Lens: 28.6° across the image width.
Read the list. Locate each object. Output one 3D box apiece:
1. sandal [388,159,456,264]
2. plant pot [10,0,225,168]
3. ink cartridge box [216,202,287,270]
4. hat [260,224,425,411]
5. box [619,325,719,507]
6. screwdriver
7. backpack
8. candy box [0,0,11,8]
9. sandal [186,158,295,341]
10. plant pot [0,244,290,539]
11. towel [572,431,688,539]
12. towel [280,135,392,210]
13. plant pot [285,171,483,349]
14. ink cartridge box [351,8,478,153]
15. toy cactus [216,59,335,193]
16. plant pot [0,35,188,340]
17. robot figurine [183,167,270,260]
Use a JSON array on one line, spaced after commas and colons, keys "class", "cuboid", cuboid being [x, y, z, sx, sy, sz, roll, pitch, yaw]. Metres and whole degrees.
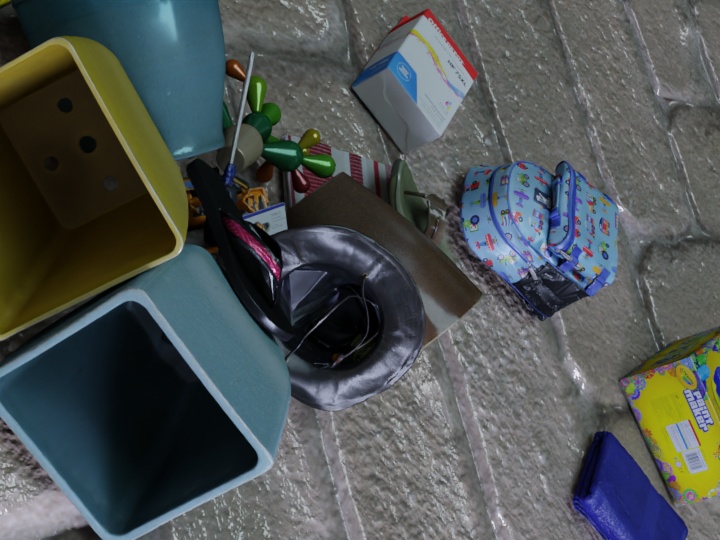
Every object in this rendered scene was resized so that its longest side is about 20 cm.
[{"class": "sandal", "cuboid": [0.088, -0.058, 1.718, 0.201, 0.057, 0.080, 58, 30, -33]}, {"class": "plant pot", "cuboid": [-0.219, -0.195, 1.384, 0.200, 0.200, 0.188, -25, 104, -51]}, {"class": "ink cartridge box", "cuboid": [-0.105, 0.036, 1.443, 0.095, 0.037, 0.200, -23, 114, -48]}, {"class": "hat", "cuboid": [-0.035, 0.036, 1.424, 0.201, 0.200, 0.081, 53, 8, -15]}, {"class": "box", "cuboid": [0.501, 0.203, 2.033, 0.193, 0.122, 0.200, -24, 90, -52]}, {"class": "screwdriver", "cuboid": [-0.124, -0.122, 1.416, 0.028, 0.029, 0.200, 26, 79, -71]}, {"class": "backpack", "cuboid": [0.229, -0.063, 1.856, 0.200, 0.134, 0.183, 38, 46, -26]}, {"class": "candy box", "cuboid": [-0.389, -0.290, 1.357, 0.102, 0.026, 0.200, 60, 39, -11]}, {"class": "sandal", "cuboid": [-0.106, -0.027, 1.333, 0.200, 0.045, 0.075, 64, 12, 17]}, {"class": "plant pot", "cuboid": [-0.180, 0.088, 1.279, 0.196, 0.196, 0.200, 54, 25, -14]}, {"class": "towel", "cuboid": [0.357, 0.326, 1.869, 0.200, 0.050, 0.148, 51, 34, -16]}, {"class": "towel", "cuboid": [-0.016, -0.073, 1.671, 0.200, 0.023, 0.144, 15, 61, -43]}, {"class": "plant pot", "cuboid": [0.000, 0.000, 1.538, 0.200, 0.187, 0.187, 54, 40, -3]}, {"class": "ink cartridge box", "cuboid": [0.079, -0.258, 1.837, 0.116, 0.067, 0.200, 50, 41, -18]}, {"class": "toy cactus", "cuboid": [-0.126, -0.142, 1.511, 0.200, 0.102, 0.165, 41, 25, -8]}, {"class": "plant pot", "cuboid": [-0.265, -0.089, 1.237, 0.200, 0.200, 0.176, 62, 14, -14]}, {"class": "robot figurine", "cuboid": [-0.155, -0.036, 1.464, 0.200, 0.058, 0.145, -16, 86, -51]}]
